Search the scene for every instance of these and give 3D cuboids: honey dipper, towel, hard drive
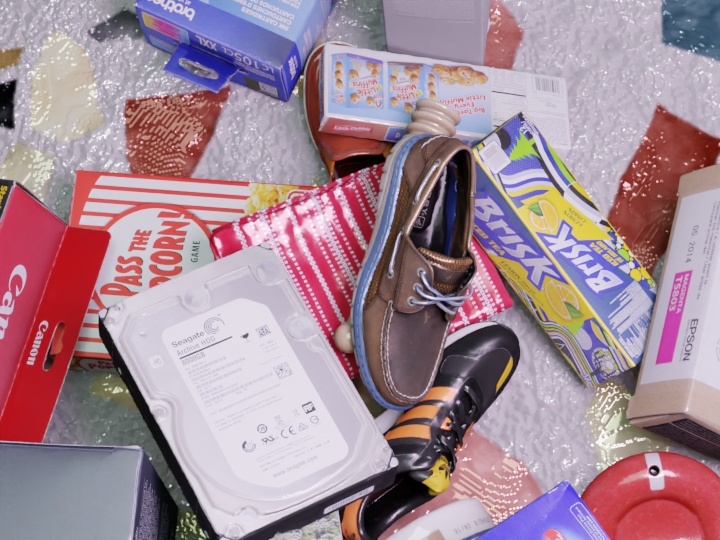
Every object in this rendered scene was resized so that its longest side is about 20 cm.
[{"bbox_3d":[0.022,-0.032,1.445,0.038,0.038,0.201,21,74,8],"label":"honey dipper"},{"bbox_3d":[0.000,0.000,1.460,0.199,0.022,0.145,-22,81,-17],"label":"towel"},{"bbox_3d":[-0.080,0.087,1.357,0.139,0.038,0.201,-22,63,-19],"label":"hard drive"}]

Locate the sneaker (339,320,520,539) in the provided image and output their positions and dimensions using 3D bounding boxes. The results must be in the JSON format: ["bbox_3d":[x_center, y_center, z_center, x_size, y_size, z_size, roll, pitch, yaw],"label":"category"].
[{"bbox_3d":[0.055,0.127,1.438,0.200,0.070,0.090,-41,38,-5],"label":"sneaker"}]

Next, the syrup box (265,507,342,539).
[{"bbox_3d":[-0.057,0.196,1.363,0.078,0.082,0.201,-3,59,-12],"label":"syrup box"}]

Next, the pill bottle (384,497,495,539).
[{"bbox_3d":[0.086,0.273,1.386,0.110,0.111,0.201,-29,73,-7],"label":"pill bottle"}]

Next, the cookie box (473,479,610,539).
[{"bbox_3d":[0.109,0.254,1.278,0.199,0.075,0.172,-23,73,-47],"label":"cookie box"}]

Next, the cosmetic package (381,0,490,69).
[{"bbox_3d":[0.061,-0.235,1.504,0.089,0.200,0.108,6,70,2],"label":"cosmetic package"}]

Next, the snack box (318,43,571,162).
[{"bbox_3d":[0.066,-0.130,1.528,0.198,0.024,0.072,7,58,-11],"label":"snack box"}]

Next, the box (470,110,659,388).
[{"bbox_3d":[0.147,-0.015,1.464,0.064,0.070,0.200,-37,91,-31],"label":"box"}]

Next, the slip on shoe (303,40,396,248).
[{"bbox_3d":[-0.001,-0.092,1.532,0.073,0.061,0.201,-11,72,-1],"label":"slip on shoe"}]

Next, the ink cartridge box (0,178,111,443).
[{"bbox_3d":[-0.302,0.034,1.463,0.174,0.084,0.201,7,71,27],"label":"ink cartridge box"}]

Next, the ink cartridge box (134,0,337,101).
[{"bbox_3d":[-0.091,-0.229,1.573,0.136,0.076,0.201,23,76,9],"label":"ink cartridge box"}]

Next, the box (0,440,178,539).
[{"bbox_3d":[-0.216,0.192,1.376,0.147,0.200,0.108,3,72,3],"label":"box"}]

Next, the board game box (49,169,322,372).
[{"bbox_3d":[-0.130,0.007,1.513,0.198,0.046,0.153,3,72,4],"label":"board game box"}]

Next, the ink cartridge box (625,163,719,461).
[{"bbox_3d":[0.299,0.042,1.437,0.164,0.075,0.201,23,72,-23],"label":"ink cartridge box"}]

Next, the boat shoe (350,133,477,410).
[{"bbox_3d":[0.043,0.001,1.396,0.072,0.072,0.202,6,87,-31],"label":"boat shoe"}]

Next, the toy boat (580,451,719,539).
[{"bbox_3d":[0.219,0.226,1.386,0.129,0.131,0.202,-6,72,0],"label":"toy boat"}]
